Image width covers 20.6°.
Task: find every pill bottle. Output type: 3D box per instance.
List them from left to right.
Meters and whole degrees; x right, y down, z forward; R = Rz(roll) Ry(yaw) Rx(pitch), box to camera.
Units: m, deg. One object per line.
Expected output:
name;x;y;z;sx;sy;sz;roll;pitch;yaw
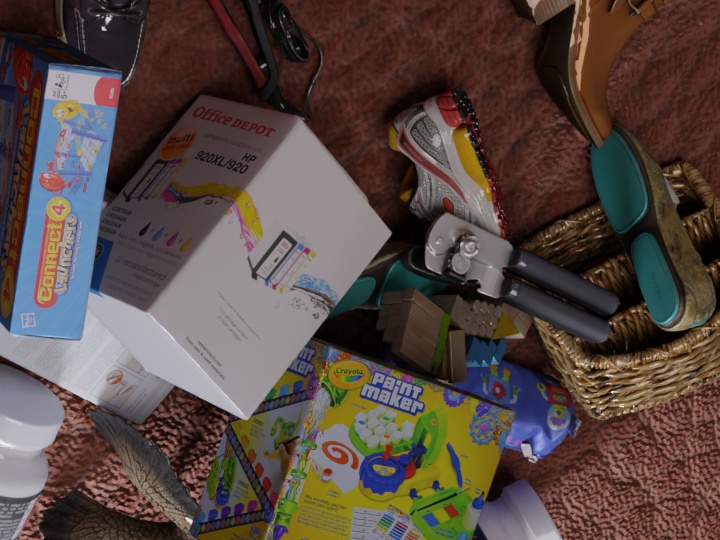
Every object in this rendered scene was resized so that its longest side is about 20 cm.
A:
pill bottle;-0.333;0.186;1.669;0.115;0.116;0.201;20;108;-29
pill bottle;0.094;0.288;1.895;0.199;0.116;0.116;-29;124;-4

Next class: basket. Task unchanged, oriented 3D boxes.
basket;0.260;0.023;1.798;0.199;0.143;0.150;-26;124;-7

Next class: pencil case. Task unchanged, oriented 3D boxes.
pencil case;0.103;0.120;1.826;0.199;0.087;0.078;17;150;-27

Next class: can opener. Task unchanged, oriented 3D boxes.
can opener;0.133;0.007;1.716;0.199;0.066;0.053;23;77;-20

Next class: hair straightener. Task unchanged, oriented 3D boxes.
hair straightener;-0.074;-0.205;1.601;0.077;0.041;0.201;-31;124;-3

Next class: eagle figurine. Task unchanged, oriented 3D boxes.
eagle figurine;-0.167;0.222;1.738;0.199;0.151;0.153;18;70;-24

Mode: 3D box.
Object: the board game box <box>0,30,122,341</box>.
board game box;-0.245;-0.069;1.490;0.056;0.196;0.201;6;100;-24

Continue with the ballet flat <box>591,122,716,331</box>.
ballet flat;0.263;-0.039;1.759;0.070;0.201;0.071;-16;159;-6

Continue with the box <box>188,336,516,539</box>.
box;-0.006;0.169;1.658;0.199;0.122;0.194;21;88;-32

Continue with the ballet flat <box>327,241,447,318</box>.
ballet flat;0.000;0.000;1.725;0.199;0.062;0.068;-9;133;-47

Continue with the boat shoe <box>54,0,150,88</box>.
boat shoe;-0.193;-0.227;1.527;0.071;0.065;0.201;-3;119;-22

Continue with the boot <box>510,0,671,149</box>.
boot;0.223;-0.213;1.699;0.154;0.074;0.201;-31;127;-8

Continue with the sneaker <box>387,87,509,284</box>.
sneaker;0.079;-0.069;1.729;0.082;0.078;0.201;-15;125;12

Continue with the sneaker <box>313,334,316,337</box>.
sneaker;-0.061;0.089;1.745;0.079;0.076;0.200;-32;128;4

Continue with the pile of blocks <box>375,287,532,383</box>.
pile of blocks;0.073;0.058;1.757;0.199;0.062;0.083;1;87;-51

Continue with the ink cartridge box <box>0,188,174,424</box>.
ink cartridge box;-0.213;0.028;1.681;0.160;0.047;0.200;-49;134;8

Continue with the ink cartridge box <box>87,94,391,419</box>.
ink cartridge box;-0.109;-0.016;1.592;0.200;0.147;0.145;-52;128;-16
